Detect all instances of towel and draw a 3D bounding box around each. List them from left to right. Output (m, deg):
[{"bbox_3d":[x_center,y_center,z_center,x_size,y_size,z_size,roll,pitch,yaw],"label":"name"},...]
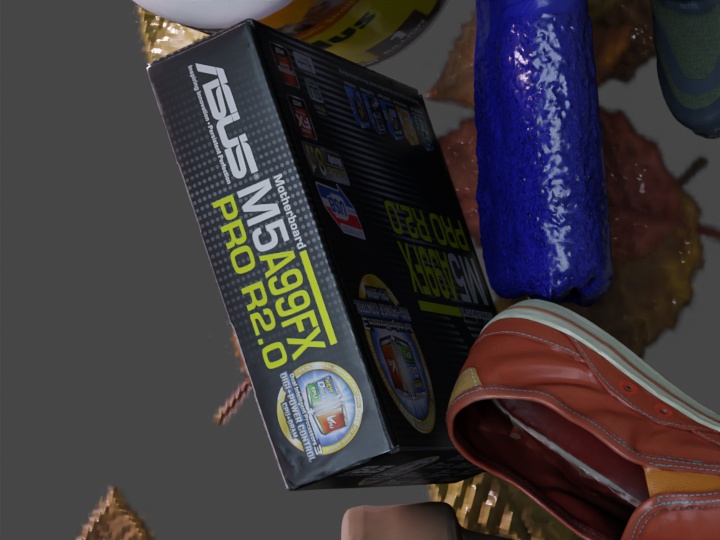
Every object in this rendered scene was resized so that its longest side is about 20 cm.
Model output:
[{"bbox_3d":[0.062,-0.086,0.992,0.049,0.148,0.201,-5,86,4],"label":"towel"}]

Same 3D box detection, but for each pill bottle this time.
[{"bbox_3d":[-0.037,-0.140,1.002,0.109,0.200,0.110,-1,86,20],"label":"pill bottle"}]

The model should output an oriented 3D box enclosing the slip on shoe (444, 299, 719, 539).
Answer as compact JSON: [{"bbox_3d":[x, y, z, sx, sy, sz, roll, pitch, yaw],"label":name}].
[{"bbox_3d":[0.114,0.085,0.905,0.199,0.061,0.074,33,139,16],"label":"slip on shoe"}]

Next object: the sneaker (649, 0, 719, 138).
[{"bbox_3d":[0.117,-0.149,0.997,0.074,0.081,0.201,-7,91,48],"label":"sneaker"}]

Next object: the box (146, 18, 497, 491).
[{"bbox_3d":[0.000,0.000,0.981,0.044,0.200,0.161,-22,79,16],"label":"box"}]

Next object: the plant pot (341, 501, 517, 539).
[{"bbox_3d":[0.086,0.183,0.962,0.173,0.200,0.202,-4,85,1],"label":"plant pot"}]
